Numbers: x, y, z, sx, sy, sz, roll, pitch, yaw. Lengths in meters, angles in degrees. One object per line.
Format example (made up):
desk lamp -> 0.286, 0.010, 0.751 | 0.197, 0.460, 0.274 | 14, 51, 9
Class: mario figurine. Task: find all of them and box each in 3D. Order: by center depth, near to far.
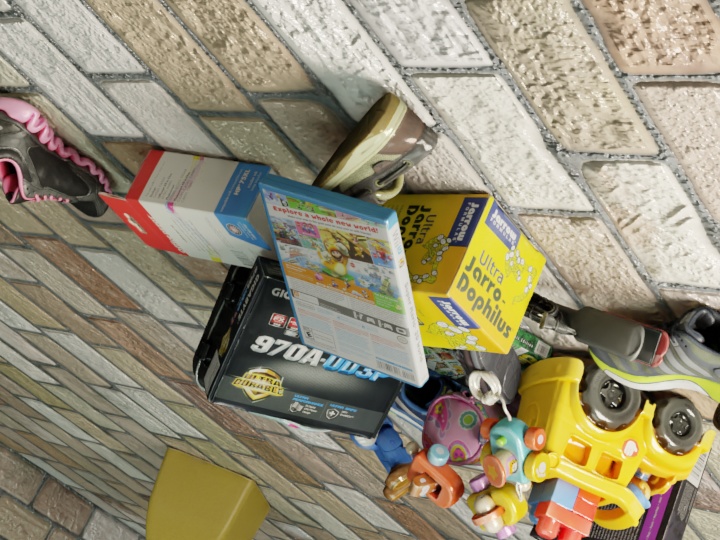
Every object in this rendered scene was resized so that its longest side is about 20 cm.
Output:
mario figurine -> -0.010, 0.185, 1.672 | 0.200, 0.106, 0.124 | 57, 130, 21

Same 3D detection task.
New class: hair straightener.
hair straightener -> 0.190, 0.038, 1.301 | 0.077, 0.041, 0.200 | 15, -170, -42

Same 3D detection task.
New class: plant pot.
plant pot -> -0.320, 0.498, 2.756 | 0.195, 0.201, 0.194 | 19, 158, 16

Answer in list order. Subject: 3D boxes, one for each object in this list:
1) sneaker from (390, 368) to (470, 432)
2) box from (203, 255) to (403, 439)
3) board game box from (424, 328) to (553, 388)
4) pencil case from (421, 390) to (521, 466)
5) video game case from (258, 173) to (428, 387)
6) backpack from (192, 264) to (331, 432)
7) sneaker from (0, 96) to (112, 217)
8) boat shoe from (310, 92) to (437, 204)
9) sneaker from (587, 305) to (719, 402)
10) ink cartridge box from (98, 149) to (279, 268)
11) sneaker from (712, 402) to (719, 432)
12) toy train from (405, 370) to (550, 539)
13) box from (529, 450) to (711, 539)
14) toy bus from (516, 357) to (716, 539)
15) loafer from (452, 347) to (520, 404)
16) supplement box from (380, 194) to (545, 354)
sneaker -> 0.110, 0.174, 1.717 | 0.199, 0.074, 0.082 | 28, 156, -9
box -> -0.045, 0.084, 1.461 | 0.199, 0.159, 0.046 | 16, -156, -23
board game box -> 0.125, 0.088, 1.567 | 0.105, 0.024, 0.200 | 31, 158, -12
pencil case -> 0.147, 0.177, 1.575 | 0.087, 0.088, 0.200 | 11, 180, 32
video game case -> -0.014, 0.011, 1.266 | 0.143, 0.018, 0.201 | 19, 139, 32
backpack -> -0.076, 0.085, 1.577 | 0.199, 0.178, 0.151 | 22, -178, -5
sneaker -> -0.358, -0.105, 1.551 | 0.079, 0.096, 0.200 | 6, 153, 37
boat shoe -> 0.007, -0.087, 1.225 | 0.066, 0.072, 0.201 | 34, 153, -7
sneaker -> 0.298, 0.066, 1.288 | 0.199, 0.074, 0.081 | 8, 134, 37
ink cartridge box -> -0.162, -0.064, 1.466 | 0.199, 0.067, 0.116 | 11, 155, 31
sneaker -> 0.421, 0.141, 1.301 | 0.090, 0.067, 0.200 | 35, 154, -11
toy train -> 0.110, 0.202, 1.431 | 0.150, 0.056, 0.200 | 44, 137, 18
box -> 0.296, 0.255, 1.604 | 0.036, 0.143, 0.200 | 37, 156, -32
toy bus -> 0.253, 0.209, 1.473 | 0.199, 0.193, 0.136 | 25, 158, -15
loafer -> 0.115, 0.075, 1.438 | 0.063, 0.072, 0.200 | 10, 150, 26
supplement box -> 0.054, 0.001, 1.323 | 0.199, 0.110, 0.109 | 3, 149, 44
